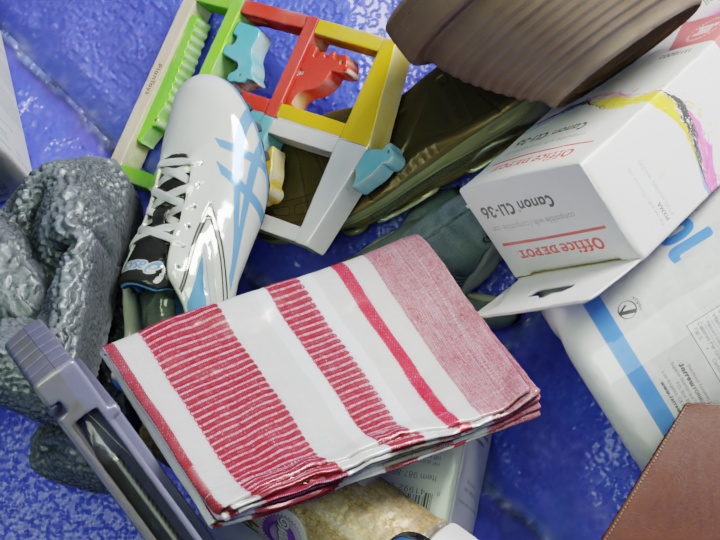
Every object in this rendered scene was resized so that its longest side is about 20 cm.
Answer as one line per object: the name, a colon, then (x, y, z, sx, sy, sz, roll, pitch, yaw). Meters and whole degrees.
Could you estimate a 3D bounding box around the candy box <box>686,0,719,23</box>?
candy box: (0.231, -0.191, 1.669, 0.136, 0.061, 0.200, -46, 73, 0)

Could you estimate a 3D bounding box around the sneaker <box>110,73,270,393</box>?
sneaker: (-0.101, -0.019, 1.641, 0.072, 0.072, 0.201, -3, 76, 37)

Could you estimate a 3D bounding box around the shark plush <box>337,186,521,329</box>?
shark plush: (0.000, 0.000, 1.664, 0.199, 0.083, 0.091, -14, 75, 9)

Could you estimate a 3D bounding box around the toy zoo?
toy zoo: (-0.051, -0.088, 1.690, 0.199, 0.020, 0.132, 19, 82, 38)

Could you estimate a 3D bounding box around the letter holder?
letter holder: (0.209, 0.154, 1.442, 0.142, 0.200, 0.101, 0, 112, 22)

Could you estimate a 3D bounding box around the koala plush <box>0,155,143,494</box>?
koala plush: (-0.233, 0.022, 1.674, 0.199, 0.177, 0.185, 0, 66, 12)

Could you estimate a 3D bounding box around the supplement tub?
supplement tub: (0.212, 0.014, 1.592, 0.200, 0.132, 0.132, -33, 73, 3)

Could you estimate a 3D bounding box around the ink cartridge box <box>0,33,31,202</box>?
ink cartridge box: (-0.251, -0.154, 1.712, 0.057, 0.163, 0.201, -19, 75, 2)

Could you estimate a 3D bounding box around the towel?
towel: (-0.021, 0.055, 1.536, 0.199, 0.023, 0.144, -19, 48, -23)

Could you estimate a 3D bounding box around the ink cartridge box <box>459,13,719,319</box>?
ink cartridge box: (0.139, -0.059, 1.584, 0.200, 0.116, 0.068, -43, 106, -30)

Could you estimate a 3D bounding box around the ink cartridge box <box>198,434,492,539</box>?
ink cartridge box: (-0.017, 0.168, 1.630, 0.144, 0.084, 0.201, 10, 80, 14)

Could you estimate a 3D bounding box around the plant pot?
plant pot: (0.119, -0.153, 1.564, 0.200, 0.201, 0.093, -34, 86, 3)

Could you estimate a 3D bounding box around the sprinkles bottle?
sprinkles bottle: (-0.026, 0.125, 1.562, 0.200, 0.068, 0.068, 34, 86, 17)

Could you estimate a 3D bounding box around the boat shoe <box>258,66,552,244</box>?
boat shoe: (0.026, -0.068, 1.687, 0.200, 0.063, 0.073, -31, 57, 14)

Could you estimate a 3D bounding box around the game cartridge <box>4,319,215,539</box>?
game cartridge: (-0.112, 0.118, 1.510, 0.038, 0.130, 0.200, -35, 106, -2)

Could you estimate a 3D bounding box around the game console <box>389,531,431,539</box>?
game console: (0.056, 0.240, 1.533, 0.171, 0.118, 0.200, 40, 119, 9)
